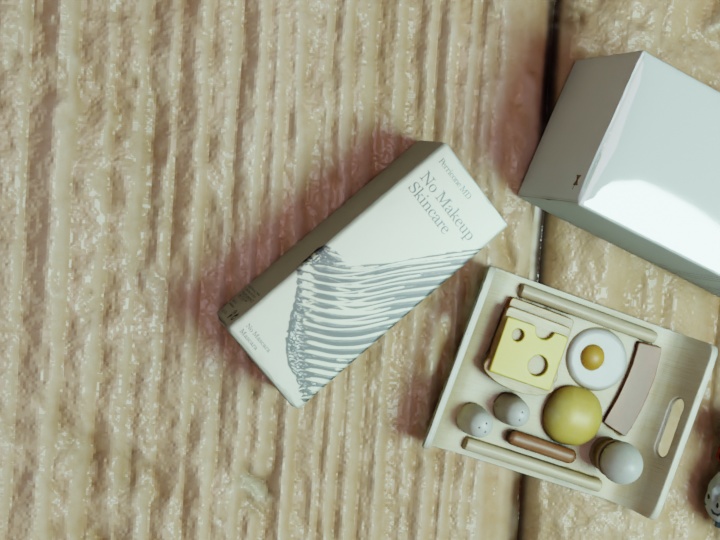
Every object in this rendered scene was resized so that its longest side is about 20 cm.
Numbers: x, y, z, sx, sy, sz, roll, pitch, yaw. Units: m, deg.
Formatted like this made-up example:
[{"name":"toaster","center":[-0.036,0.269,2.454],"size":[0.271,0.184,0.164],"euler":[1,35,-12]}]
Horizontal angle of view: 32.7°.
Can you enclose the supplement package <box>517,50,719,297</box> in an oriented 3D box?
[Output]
[{"name":"supplement package","center":[0.239,-0.063,0.897],"size":[0.199,0.117,0.118],"euler":[24,90,-16]}]

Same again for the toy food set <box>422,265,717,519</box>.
[{"name":"toy food set","center":[0.158,0.093,0.924],"size":[0.199,0.060,0.144],"euler":[19,92,-15]}]

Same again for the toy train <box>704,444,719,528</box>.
[{"name":"toy train","center":[0.371,0.174,0.977],"size":[0.199,0.085,0.115],"euler":[13,103,-14]}]

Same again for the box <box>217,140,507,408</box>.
[{"name":"box","center":[0.000,0.000,0.871],"size":[0.200,0.068,0.082],"euler":[-42,104,-5]}]
